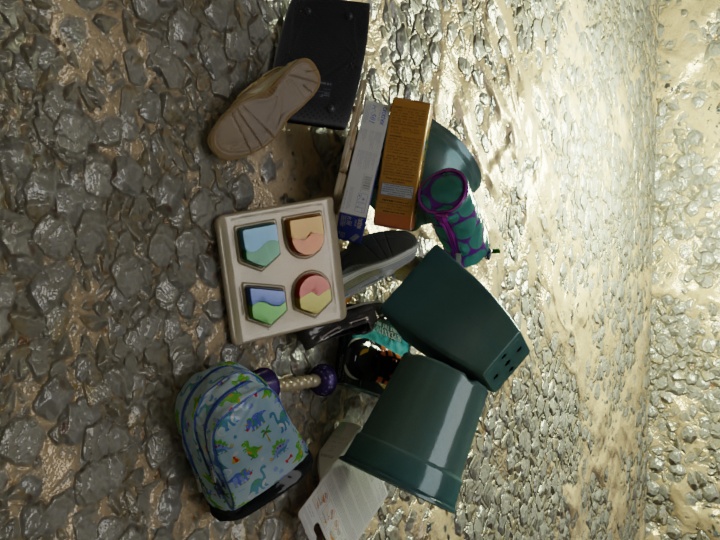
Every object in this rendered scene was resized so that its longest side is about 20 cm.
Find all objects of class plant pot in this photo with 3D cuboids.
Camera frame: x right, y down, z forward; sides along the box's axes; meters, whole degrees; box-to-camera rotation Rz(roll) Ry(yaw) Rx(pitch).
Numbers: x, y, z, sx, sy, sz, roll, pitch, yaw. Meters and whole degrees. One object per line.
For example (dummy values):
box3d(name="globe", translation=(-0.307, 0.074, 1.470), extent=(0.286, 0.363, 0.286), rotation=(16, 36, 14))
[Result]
box3d(name="plant pot", translation=(0.163, 0.092, 1.468), extent=(0.141, 0.200, 0.141), rotation=(-47, 148, -6))
box3d(name="plant pot", translation=(0.087, -0.154, 1.559), extent=(0.135, 0.199, 0.201), rotation=(-51, 134, -18))
box3d(name="plant pot", translation=(0.096, 0.247, 1.428), extent=(0.200, 0.199, 0.197), rotation=(40, 72, -50))

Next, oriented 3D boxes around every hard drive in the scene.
box3d(name="hard drive", translation=(-0.060, -0.309, 1.369), extent=(0.042, 0.133, 0.202), rotation=(69, 30, -76))

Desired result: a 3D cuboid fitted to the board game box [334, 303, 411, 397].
box3d(name="board game box", translation=(0.025, 0.148, 1.593), extent=(0.200, 0.028, 0.137), rotation=(27, 67, -54))

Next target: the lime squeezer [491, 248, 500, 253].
box3d(name="lime squeezer", translation=(0.174, -0.025, 1.799), extent=(0.198, 0.071, 0.038), rotation=(-8, 117, -28))

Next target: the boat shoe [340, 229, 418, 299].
box3d(name="boat shoe", translation=(0.000, 0.001, 1.432), extent=(0.075, 0.201, 0.065), rotation=(59, -5, 46))

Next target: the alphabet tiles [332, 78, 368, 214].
box3d(name="alphabet tiles", translation=(-0.017, -0.192, 1.431), extent=(0.196, 0.014, 0.202), rotation=(110, -7, -73))

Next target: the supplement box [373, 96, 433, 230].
box3d(name="supplement box", translation=(0.068, -0.167, 1.445), extent=(0.067, 0.068, 0.202), rotation=(-37, 134, -81))

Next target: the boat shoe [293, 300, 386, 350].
box3d(name="boat shoe", translation=(-0.025, 0.089, 1.452), extent=(0.199, 0.067, 0.057), rotation=(-6, 68, -42))

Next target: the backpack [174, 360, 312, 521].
box3d(name="backpack", translation=(-0.159, 0.216, 1.211), extent=(0.162, 0.153, 0.202), rotation=(-30, 104, -22))

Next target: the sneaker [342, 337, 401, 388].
box3d(name="sneaker", translation=(0.051, 0.160, 1.524), extent=(0.200, 0.089, 0.071), rotation=(32, 65, -53))

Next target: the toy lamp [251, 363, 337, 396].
box3d(name="toy lamp", translation=(-0.110, 0.169, 1.358), extent=(0.199, 0.058, 0.059), rotation=(7, 85, -60))

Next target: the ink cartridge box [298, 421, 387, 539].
box3d(name="ink cartridge box", translation=(-0.039, 0.372, 1.485), extent=(0.200, 0.050, 0.162), rotation=(-47, 128, -41))

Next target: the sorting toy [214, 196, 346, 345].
box3d(name="sorting toy", translation=(-0.107, -0.001, 1.316), extent=(0.198, 0.036, 0.187), rotation=(-13, 102, -32))

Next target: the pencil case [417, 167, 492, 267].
box3d(name="pencil case", translation=(0.154, -0.079, 1.479), extent=(0.200, 0.084, 0.093), rotation=(56, 41, -57))

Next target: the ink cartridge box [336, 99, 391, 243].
box3d(name="ink cartridge box", translation=(0.004, -0.153, 1.422), extent=(0.094, 0.044, 0.202), rotation=(103, -1, -67))

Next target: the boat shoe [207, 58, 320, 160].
box3d(name="boat shoe", translation=(-0.142, -0.224, 1.288), extent=(0.200, 0.069, 0.074), rotation=(-42, 117, -23))

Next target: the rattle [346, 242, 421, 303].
box3d(name="rattle", translation=(0.059, 0.030, 1.532), extent=(0.199, 0.130, 0.144), rotation=(30, 53, -36))
